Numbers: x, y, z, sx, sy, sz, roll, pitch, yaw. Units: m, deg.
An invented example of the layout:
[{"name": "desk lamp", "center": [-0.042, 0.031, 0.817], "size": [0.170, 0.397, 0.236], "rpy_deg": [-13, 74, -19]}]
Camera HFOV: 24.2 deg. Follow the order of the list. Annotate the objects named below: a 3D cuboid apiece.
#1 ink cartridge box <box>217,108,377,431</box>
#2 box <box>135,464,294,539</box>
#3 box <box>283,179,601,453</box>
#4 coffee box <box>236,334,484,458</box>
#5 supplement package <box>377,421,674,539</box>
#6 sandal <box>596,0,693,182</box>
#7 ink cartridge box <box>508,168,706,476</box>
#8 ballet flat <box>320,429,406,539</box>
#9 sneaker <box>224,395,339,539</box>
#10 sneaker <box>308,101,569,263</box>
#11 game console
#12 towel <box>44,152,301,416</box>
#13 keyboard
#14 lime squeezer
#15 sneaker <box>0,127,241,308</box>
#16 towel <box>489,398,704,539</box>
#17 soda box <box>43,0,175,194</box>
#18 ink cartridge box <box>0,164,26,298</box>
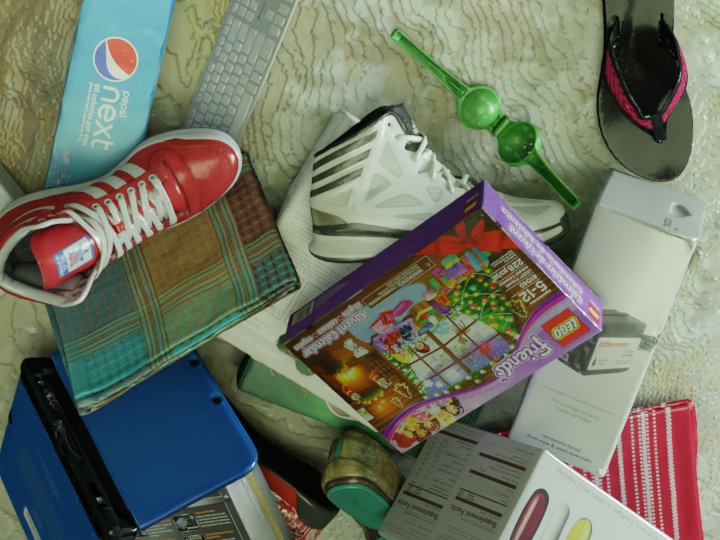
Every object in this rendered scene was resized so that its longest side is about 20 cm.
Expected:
[{"name": "ink cartridge box", "center": [0.000, 0.000, 1.325], "size": [0.160, 0.050, 0.201], "rpy_deg": [31, 96, -10]}, {"name": "box", "center": [-0.155, 0.213, 1.367], "size": [0.199, 0.048, 0.159], "rpy_deg": [-13, 110, 32]}, {"name": "box", "center": [0.060, 0.039, 1.242], "size": [0.199, 0.039, 0.137], "rpy_deg": [-35, 114, 28]}, {"name": "coffee box", "center": [0.010, 0.074, 1.379], "size": [0.198, 0.044, 0.124], "rpy_deg": [20, 106, -12]}, {"name": "supplement package", "center": [0.145, 0.222, 1.331], "size": [0.199, 0.155, 0.112], "rpy_deg": [35, 79, -26]}, {"name": "sandal", "center": [0.220, -0.161, 1.307], "size": [0.074, 0.045, 0.202], "rpy_deg": [-10, 111, -1]}, {"name": "ink cartridge box", "center": [0.194, 0.036, 1.318], "size": [0.083, 0.145, 0.202], "rpy_deg": [21, 108, 7]}, {"name": "ballet flat", "center": [0.026, 0.198, 1.409], "size": [0.070, 0.071, 0.200], "rpy_deg": [-30, 136, 7]}, {"name": "sneaker", "center": [-0.123, 0.172, 1.393], "size": [0.201, 0.067, 0.108], "rpy_deg": [38, 113, -10]}, {"name": "sneaker", "center": [0.058, -0.069, 1.260], "size": [0.198, 0.076, 0.117], "rpy_deg": [-2, 101, -4]}, {"name": "game console", "center": [-0.187, 0.152, 1.310], "size": [0.117, 0.200, 0.172], "rpy_deg": [-1, 127, -33]}, {"name": "towel", "center": [-0.153, 0.006, 1.298], "size": [0.199, 0.147, 0.022], "rpy_deg": [-30, 144, 7]}, {"name": "keyboard", "center": [-0.094, -0.155, 1.286], "size": [0.011, 0.056, 0.201], "rpy_deg": [0, 119, -52]}, {"name": "lime squeezer", "center": [0.100, -0.113, 1.308], "size": [0.200, 0.070, 0.038], "rpy_deg": [45, 117, 12]}, {"name": "sneaker", "center": [-0.178, -0.037, 1.219], "size": [0.198, 0.113, 0.072], "rpy_deg": [-22, 111, 4]}, {"name": "towel", "center": [0.196, 0.188, 1.448], "size": [0.198, 0.023, 0.146], "rpy_deg": [-9, 113, 1]}, {"name": "soda box", "center": [-0.191, -0.132, 1.277], "size": [0.067, 0.064, 0.202], "rpy_deg": [12, 110, -9]}, {"name": "ink cartridge box", "center": [-0.369, -0.037, 1.311], "size": [0.196, 0.043, 0.201], "rpy_deg": [-34, 107, 10]}]
